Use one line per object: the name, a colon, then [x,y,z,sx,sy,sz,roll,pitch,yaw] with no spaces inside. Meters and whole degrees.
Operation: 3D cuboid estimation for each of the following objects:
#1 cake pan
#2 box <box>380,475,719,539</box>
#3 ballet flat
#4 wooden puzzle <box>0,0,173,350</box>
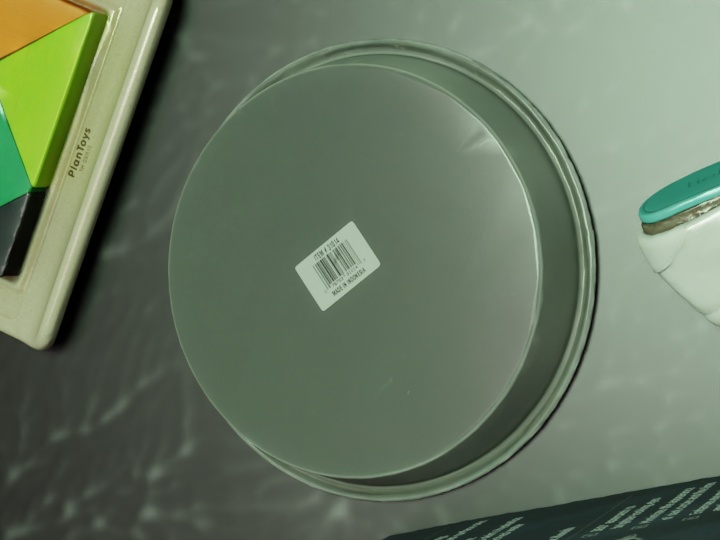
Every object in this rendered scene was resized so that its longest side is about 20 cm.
cake pan: [0.000,0.000,0.717,0.199,0.037,0.202,0,90,23]
box: [0.072,0.151,0.600,0.199,0.196,0.118,-13,86,23]
ballet flat: [0.200,-0.037,0.624,0.199,0.069,0.070,-28,80,25]
wooden puzzle: [-0.199,-0.082,0.801,0.199,0.037,0.186,24,100,21]
